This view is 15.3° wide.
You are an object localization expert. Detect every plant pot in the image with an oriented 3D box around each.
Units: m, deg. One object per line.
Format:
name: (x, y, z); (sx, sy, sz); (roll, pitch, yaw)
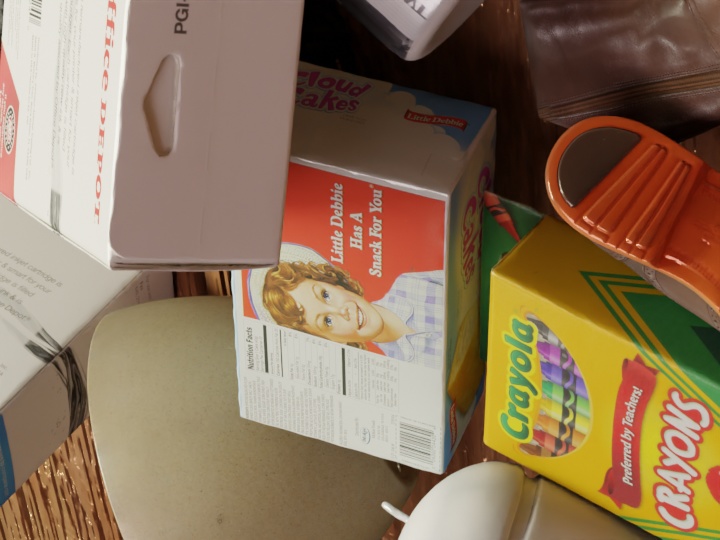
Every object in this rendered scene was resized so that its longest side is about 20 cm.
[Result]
plant pot: (-0.046, 0.096, 1.491); (0.134, 0.200, 0.200); (-20, 116, 15)

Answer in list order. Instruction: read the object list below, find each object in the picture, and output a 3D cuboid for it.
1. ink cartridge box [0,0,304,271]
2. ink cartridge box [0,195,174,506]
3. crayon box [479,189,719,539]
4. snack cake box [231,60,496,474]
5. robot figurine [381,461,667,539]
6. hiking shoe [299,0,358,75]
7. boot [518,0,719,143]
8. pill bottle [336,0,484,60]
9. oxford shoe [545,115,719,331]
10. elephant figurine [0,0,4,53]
ink cartridge box: (-0.100, -0.088, 1.226); (0.200, 0.083, 0.147); (-151, 65, -64)
ink cartridge box: (-0.226, 0.040, 1.577); (0.146, 0.200, 0.086); (28, 144, 24)
crayon box: (0.128, 0.057, 1.261); (0.200, 0.051, 0.127); (27, 143, 25)
snack cake box: (0.000, 0.000, 1.322); (0.115, 0.067, 0.200); (16, 138, 15)
robot figurine: (0.100, 0.163, 1.320); (0.200, 0.170, 0.113); (20, 99, 0)
hiking shoe: (-0.044, -0.088, 1.365); (0.101, 0.076, 0.200); (-21, 111, 50)
boot: (0.172, -0.066, 1.180); (0.186, 0.064, 0.200); (54, 147, -13)
pill bottle: (-0.016, -0.195, 1.196); (0.200, 0.106, 0.106); (42, 146, 3)
oxford shoe: (0.173, -0.002, 1.180); (0.200, 0.071, 0.073); (36, 179, 7)
elephant figurine: (-0.215, -0.157, 1.405); (0.200, 0.155, 0.142); (124, 134, -64)
